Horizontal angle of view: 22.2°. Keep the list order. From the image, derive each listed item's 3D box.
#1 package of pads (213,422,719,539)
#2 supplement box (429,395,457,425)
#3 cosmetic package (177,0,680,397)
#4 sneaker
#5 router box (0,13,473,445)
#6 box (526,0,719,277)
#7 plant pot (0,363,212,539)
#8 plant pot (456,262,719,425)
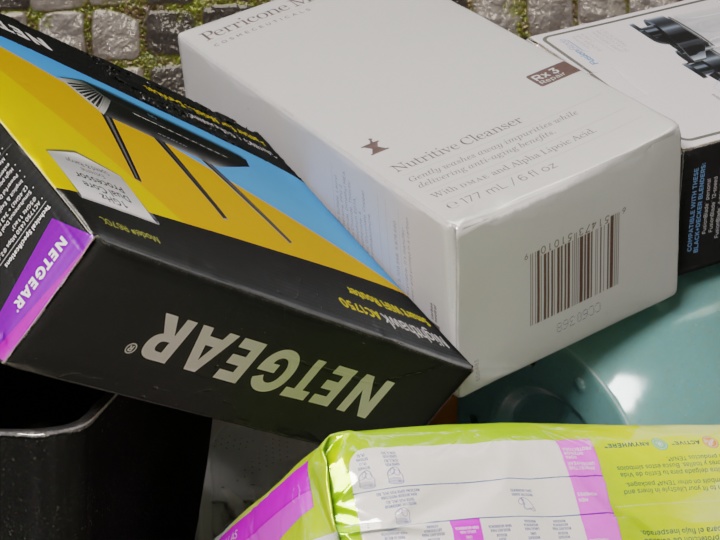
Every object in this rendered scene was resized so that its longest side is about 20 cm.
[{"bbox_3d":[0.051,0.103,0.611,0.200,0.068,0.155,2,-26,-26],"label":"package of pads"},{"bbox_3d":[0.015,0.021,1.008,0.067,0.200,0.069,-46,37,-5],"label":"supplement box"},{"bbox_3d":[0.023,-0.045,0.739,0.113,0.081,0.200,-24,40,-27],"label":"cosmetic package"},{"bbox_3d":[-0.052,0.108,0.881,0.088,0.075,0.200,19,20,31],"label":"sneaker"},{"bbox_3d":[-0.069,-0.014,0.611,0.200,0.051,0.149,21,22,-53],"label":"router box"},{"bbox_3d":[0.181,-0.072,0.779,0.200,0.060,0.117,-16,35,-23],"label":"box"},{"bbox_3d":[-0.161,0.111,0.641,0.200,0.178,0.200,0,11,8],"label":"plant pot"},{"bbox_3d":[0.141,0.062,0.800,0.161,0.201,0.200,-17,18,-32],"label":"plant pot"}]
